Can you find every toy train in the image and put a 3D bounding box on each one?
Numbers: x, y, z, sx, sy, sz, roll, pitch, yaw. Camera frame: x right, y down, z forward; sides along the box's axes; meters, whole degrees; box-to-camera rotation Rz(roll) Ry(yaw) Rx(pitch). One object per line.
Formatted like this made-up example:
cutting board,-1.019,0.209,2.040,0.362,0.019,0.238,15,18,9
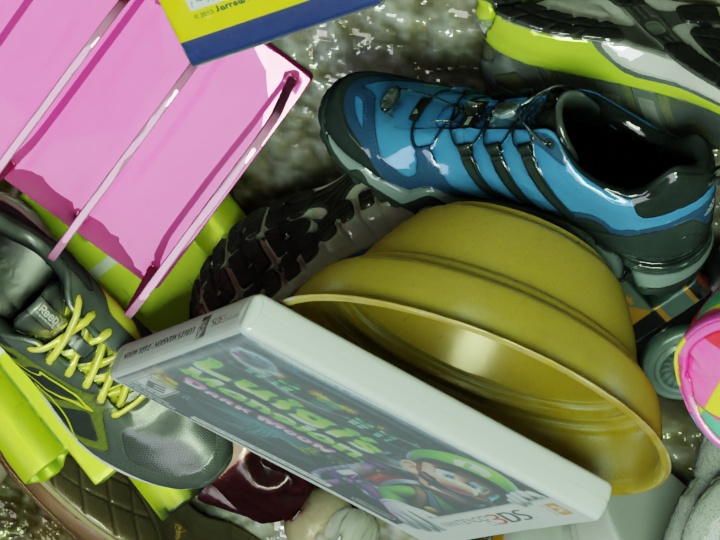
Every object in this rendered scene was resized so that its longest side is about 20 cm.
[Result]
toy train,0.096,0.038,1.425,0.200,0.085,0.114,-35,124,19

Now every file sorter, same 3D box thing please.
file sorter,-0.147,-0.092,1.406,0.200,0.125,0.139,36,102,-5

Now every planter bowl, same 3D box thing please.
planter bowl,0.062,0.024,1.315,0.200,0.084,0.200,20,161,7

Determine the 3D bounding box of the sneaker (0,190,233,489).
sneaker,-0.148,0.040,1.446,0.200,0.085,0.075,42,91,0

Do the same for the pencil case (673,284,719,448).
pencil case,0.215,0.016,1.321,0.088,0.200,0.089,12,122,20

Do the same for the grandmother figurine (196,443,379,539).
grandmother figurine,-0.067,0.101,1.578,0.200,0.061,0.121,43,154,-14

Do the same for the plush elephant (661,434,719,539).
plush elephant,0.249,0.121,1.399,0.155,0.164,0.201,25,110,43

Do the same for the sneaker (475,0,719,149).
sneaker,0.148,-0.085,1.370,0.199,0.074,0.081,21,134,16

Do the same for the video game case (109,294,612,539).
video game case,-0.004,0.077,1.367,0.200,0.023,0.182,29,160,-18

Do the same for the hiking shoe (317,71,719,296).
hiking shoe,0.078,-0.063,1.334,0.199,0.075,0.087,18,142,8

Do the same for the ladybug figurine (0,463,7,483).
ladybug figurine,-0.273,0.066,1.620,0.135,0.072,0.200,-18,114,29

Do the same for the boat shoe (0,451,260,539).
boat shoe,-0.131,0.155,1.625,0.200,0.072,0.068,38,127,-11

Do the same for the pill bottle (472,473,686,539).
pill bottle,0.097,0.187,1.533,0.113,0.113,0.200,42,127,-9

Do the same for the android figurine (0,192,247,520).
android figurine,-0.130,0.027,1.509,0.182,0.041,0.200,-36,89,0

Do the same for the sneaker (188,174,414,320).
sneaker,0.000,0.000,1.451,0.200,0.079,0.089,-30,125,14

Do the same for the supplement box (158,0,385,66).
supplement box,-0.061,-0.217,1.325,0.109,0.109,0.200,-16,114,24
